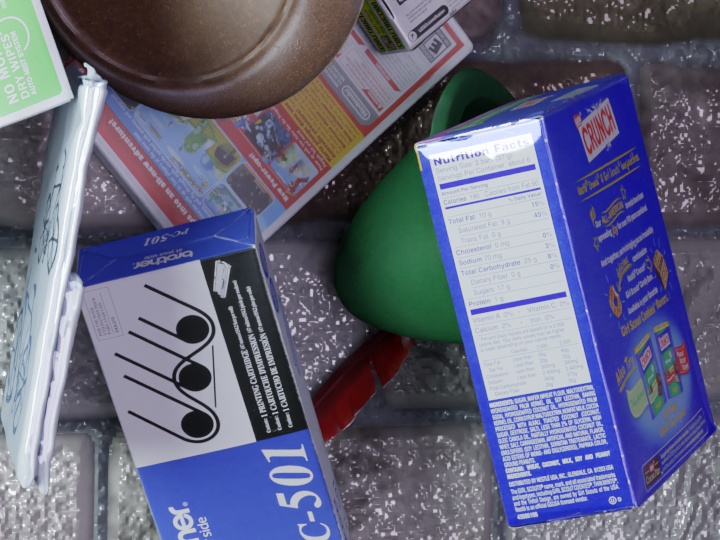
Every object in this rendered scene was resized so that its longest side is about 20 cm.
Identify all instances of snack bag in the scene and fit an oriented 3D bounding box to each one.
[{"bbox_3d":[-0.148,-0.004,1.459,0.021,0.189,0.200,9,94,-10],"label":"snack bag"}]

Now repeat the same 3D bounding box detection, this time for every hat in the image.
[{"bbox_3d":[0.000,0.000,1.612,0.166,0.176,0.200,63,27,-28],"label":"hat"}]

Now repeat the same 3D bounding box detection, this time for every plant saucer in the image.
[{"bbox_3d":[-0.091,-0.168,1.477,0.034,0.200,0.201,-38,114,-61],"label":"plant saucer"}]

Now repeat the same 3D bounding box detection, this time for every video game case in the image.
[{"bbox_3d":[-0.052,-0.109,1.587,0.200,0.017,0.143,-43,109,-15],"label":"video game case"}]

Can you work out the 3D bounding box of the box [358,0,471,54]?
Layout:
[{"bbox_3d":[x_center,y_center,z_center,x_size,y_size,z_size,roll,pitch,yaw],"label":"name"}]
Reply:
[{"bbox_3d":[0.060,-0.218,1.605,0.200,0.035,0.110,-40,107,-22],"label":"box"}]

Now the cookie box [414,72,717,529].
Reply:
[{"bbox_3d":[0.108,0.012,1.528,0.075,0.171,0.200,-12,96,22],"label":"cookie box"}]

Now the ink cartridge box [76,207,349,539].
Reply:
[{"bbox_3d":[-0.073,0.072,1.529,0.094,0.044,0.200,-13,120,5],"label":"ink cartridge box"}]

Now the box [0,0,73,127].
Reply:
[{"bbox_3d":[-0.234,-0.160,1.420,0.097,0.176,0.200,-22,102,-20],"label":"box"}]
